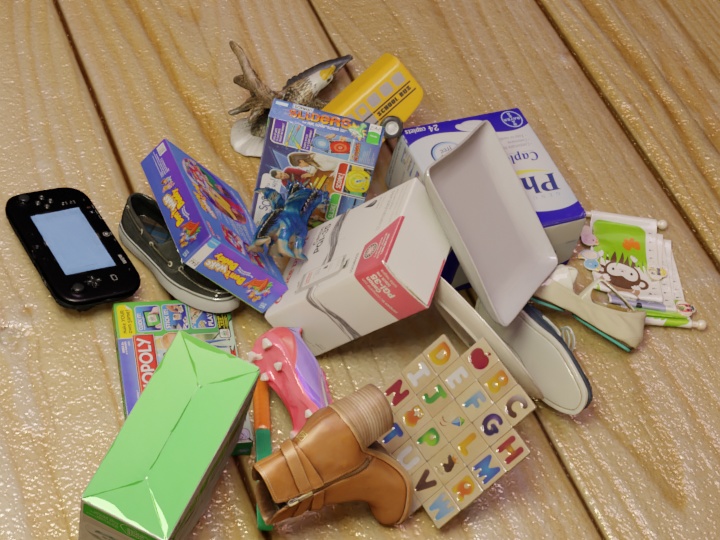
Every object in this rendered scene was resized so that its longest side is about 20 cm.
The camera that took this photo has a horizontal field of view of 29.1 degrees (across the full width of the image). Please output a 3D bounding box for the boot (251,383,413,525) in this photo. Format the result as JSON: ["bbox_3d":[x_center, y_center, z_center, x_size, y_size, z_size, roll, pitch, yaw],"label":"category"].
[{"bbox_3d":[-0.028,0.223,1.423,0.155,0.200,0.077,-32,50,-22],"label":"boot"}]

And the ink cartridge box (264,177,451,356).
[{"bbox_3d":[0.000,0.000,1.587,0.083,0.200,0.147,44,44,-24],"label":"ink cartridge box"}]

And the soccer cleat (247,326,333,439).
[{"bbox_3d":[-0.051,0.150,1.530,0.076,0.067,0.200,-16,72,-48],"label":"soccer cleat"}]

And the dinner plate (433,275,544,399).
[{"bbox_3d":[0.136,0.078,1.588,0.024,0.200,0.200,-42,67,-4],"label":"dinner plate"}]

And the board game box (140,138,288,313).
[{"bbox_3d":[-0.172,-0.053,1.616,0.134,0.045,0.200,36,16,-41],"label":"board game box"}]

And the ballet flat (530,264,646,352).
[{"bbox_3d":[0.265,0.030,1.705,0.200,0.069,0.070,27,48,-10],"label":"ballet flat"}]

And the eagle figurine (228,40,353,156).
[{"bbox_3d":[-0.068,-0.223,1.832,0.200,0.151,0.152,1,89,-52],"label":"eagle figurine"}]

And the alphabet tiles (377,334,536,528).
[{"bbox_3d":[0.088,0.173,1.505,0.166,0.200,0.006,55,16,27],"label":"alphabet tiles"}]

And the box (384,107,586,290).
[{"bbox_3d":[0.158,-0.093,1.775,0.184,0.105,0.200,-13,56,-23],"label":"box"}]

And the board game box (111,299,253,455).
[{"bbox_3d":[-0.202,0.120,1.557,0.134,0.029,0.200,-2,52,-17],"label":"board game box"}]

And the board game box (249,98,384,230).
[{"bbox_3d":[-0.057,-0.107,1.668,0.135,0.200,0.034,15,48,-3],"label":"board game box"}]

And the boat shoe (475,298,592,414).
[{"bbox_3d":[0.215,0.094,1.654,0.062,0.075,0.200,0,33,-42],"label":"boat shoe"}]

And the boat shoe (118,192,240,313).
[{"bbox_3d":[-0.216,-0.022,1.631,0.200,0.057,0.069,36,44,28],"label":"boat shoe"}]

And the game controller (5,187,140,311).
[{"bbox_3d":[-0.337,-0.029,1.624,0.104,0.042,0.200,-19,51,-25],"label":"game controller"}]

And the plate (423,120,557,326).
[{"bbox_3d":[0.146,-0.055,1.602,0.200,0.032,0.200,62,34,-10],"label":"plate"}]

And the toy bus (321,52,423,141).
[{"bbox_3d":[-0.012,-0.178,1.753,0.200,0.078,0.065,-42,23,0],"label":"toy bus"}]

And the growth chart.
[{"bbox_3d":[0.357,-0.003,1.808,0.145,0.018,0.200,1,50,-12],"label":"growth chart"}]

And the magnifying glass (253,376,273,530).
[{"bbox_3d":[-0.106,0.193,1.499,0.022,0.080,0.200,0,41,-4],"label":"magnifying glass"}]

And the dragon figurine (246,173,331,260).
[{"bbox_3d":[-0.088,-0.065,1.564,0.059,0.200,0.100,7,89,18],"label":"dragon figurine"}]

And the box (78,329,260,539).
[{"bbox_3d":[-0.190,0.192,1.380,0.097,0.177,0.200,26,61,2],"label":"box"}]
